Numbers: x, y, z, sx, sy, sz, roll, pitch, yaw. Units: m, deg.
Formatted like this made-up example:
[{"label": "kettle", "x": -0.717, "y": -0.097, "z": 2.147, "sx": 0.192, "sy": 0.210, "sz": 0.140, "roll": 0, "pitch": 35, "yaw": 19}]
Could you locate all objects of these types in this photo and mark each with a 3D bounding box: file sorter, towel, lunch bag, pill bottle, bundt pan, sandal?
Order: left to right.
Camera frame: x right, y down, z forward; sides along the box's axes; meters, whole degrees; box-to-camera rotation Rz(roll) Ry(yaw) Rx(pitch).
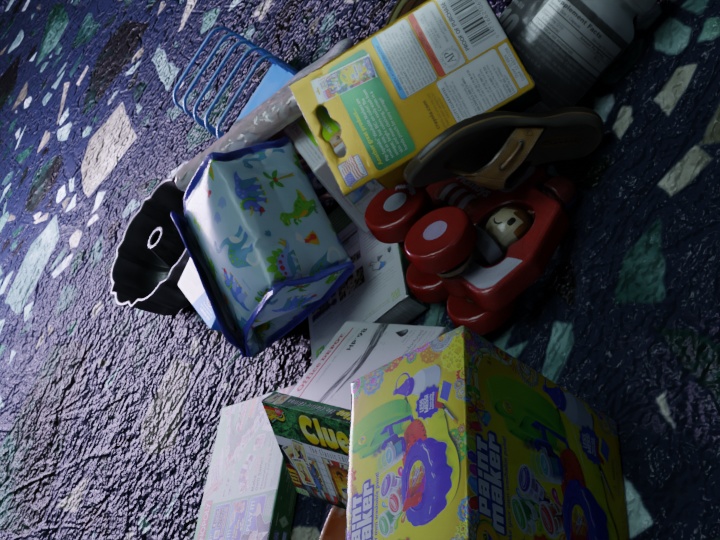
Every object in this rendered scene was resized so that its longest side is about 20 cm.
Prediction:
[{"label": "bundt pan", "x": -0.244, "y": -0.028, "z": 1.616, "sx": 0.201, "sy": 0.076, "sz": 0.203, "roll": -33, "pitch": 41, "yaw": 34}, {"label": "lunch bag", "x": -0.120, "y": -0.017, "z": 1.304, "sx": 0.171, "sy": 0.127, "sz": 0.200, "roll": 64, "pitch": 148, "yaw": 15}, {"label": "file sorter", "x": -0.147, "y": -0.227, "z": 1.605, "sx": 0.139, "sy": 0.122, "sz": 0.200, "roll": -56, "pitch": 33, "yaw": 3}, {"label": "towel", "x": -0.099, "y": -0.174, "z": 1.348, "sx": 0.199, "sy": 0.032, "sz": 0.191, "roll": -32, "pitch": 13, "yaw": 28}, {"label": "sandal", "x": 0.137, "y": -0.102, "z": 1.101, "sx": 0.082, "sy": 0.199, "sz": 0.055, "roll": 117, "pitch": 140, "yaw": -54}, {"label": "pill bottle", "x": 0.190, "y": -0.225, "z": 1.168, "sx": 0.200, "sy": 0.114, "sz": 0.114, "roll": -49, "pitch": 35, "yaw": 15}]

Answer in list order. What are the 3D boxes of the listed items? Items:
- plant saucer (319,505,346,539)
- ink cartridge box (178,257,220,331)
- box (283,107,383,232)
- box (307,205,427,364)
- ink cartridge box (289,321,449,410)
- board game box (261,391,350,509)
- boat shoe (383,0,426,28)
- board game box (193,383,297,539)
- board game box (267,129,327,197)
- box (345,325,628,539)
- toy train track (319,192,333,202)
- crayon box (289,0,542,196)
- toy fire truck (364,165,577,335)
[{"label": "plant saucer", "x": 0.035, "y": 0.250, "z": 1.074, "sx": 0.200, "sy": 0.032, "sz": 0.201, "roll": -33, "pitch": 41, "yaw": 35}, {"label": "ink cartridge box", "x": -0.133, "y": -0.036, "z": 1.444, "sx": 0.116, "sy": 0.067, "sz": 0.201, "roll": 45, "pitch": 112, "yaw": 50}, {"label": "box", "x": 0.037, "y": -0.158, "z": 1.288, "sx": 0.200, "sy": 0.101, "sz": 0.113, "roll": -39, "pitch": 35, "yaw": 3}, {"label": "box", "x": 0.000, "y": 0.000, "z": 1.314, "sx": 0.144, "sy": 0.036, "sz": 0.201, "roll": -38, "pitch": 40, "yaw": 28}, {"label": "ink cartridge box", "x": 0.005, "y": 0.113, "z": 1.155, "sx": 0.199, "sy": 0.067, "sz": 0.116, "roll": -1, "pitch": 45, "yaw": 55}, {"label": "board game box", "x": -0.013, "y": 0.170, "z": 1.088, "sx": 0.023, "sy": 0.105, "sz": 0.199, "roll": -27, "pitch": 18, "yaw": -32}, {"label": "boat shoe", "x": 0.078, "y": -0.247, "z": 1.196, "sx": 0.067, "sy": 0.072, "sz": 0.201, "roll": 19, "pitch": 73, "yaw": 32}, {"label": "board game box", "x": -0.117, "y": 0.229, "z": 1.292, "sx": 0.134, "sy": 0.029, "sz": 0.201, "roll": -22, "pitch": 48, "yaw": 44}, {"label": "board game box", "x": -0.044, "y": -0.161, "z": 1.445, "sx": 0.135, "sy": 0.035, "sz": 0.200, "roll": -32, "pitch": 32, "yaw": -11}, {"label": "box", "x": 0.095, "y": 0.184, "z": 0.900, "sx": 0.122, "sy": 0.192, "sz": 0.201, "roll": -30, "pitch": 43, "yaw": 36}, {"label": "toy train track", "x": -0.068, "y": -0.088, "z": 1.464, "sx": 0.199, "sy": 0.032, "sz": 0.116, "roll": -4, "pitch": 74, "yaw": 52}, {"label": "crayon box", "x": 0.050, "y": -0.165, "z": 1.124, "sx": 0.199, "sy": 0.052, "sz": 0.126, "roll": -29, "pitch": 75, "yaw": 10}, {"label": "toy fire truck", "x": 0.114, "y": -0.045, "z": 1.148, "sx": 0.168, "sy": 0.112, "sz": 0.200, "roll": -41, "pitch": 34, "yaw": -7}]
